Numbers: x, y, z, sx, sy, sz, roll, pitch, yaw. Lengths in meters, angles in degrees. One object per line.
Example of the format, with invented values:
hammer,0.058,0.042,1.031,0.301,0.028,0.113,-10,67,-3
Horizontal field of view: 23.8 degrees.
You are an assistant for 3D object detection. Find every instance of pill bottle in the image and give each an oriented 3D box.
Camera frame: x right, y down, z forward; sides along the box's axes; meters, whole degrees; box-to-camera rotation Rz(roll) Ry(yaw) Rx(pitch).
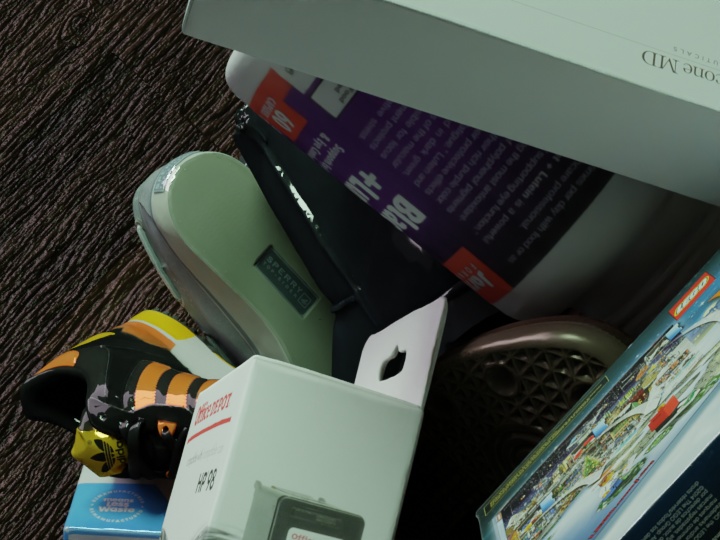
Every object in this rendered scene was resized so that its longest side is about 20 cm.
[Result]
pill bottle,0.057,-0.052,0.644,0.112,0.200,0.111,-51,1,2

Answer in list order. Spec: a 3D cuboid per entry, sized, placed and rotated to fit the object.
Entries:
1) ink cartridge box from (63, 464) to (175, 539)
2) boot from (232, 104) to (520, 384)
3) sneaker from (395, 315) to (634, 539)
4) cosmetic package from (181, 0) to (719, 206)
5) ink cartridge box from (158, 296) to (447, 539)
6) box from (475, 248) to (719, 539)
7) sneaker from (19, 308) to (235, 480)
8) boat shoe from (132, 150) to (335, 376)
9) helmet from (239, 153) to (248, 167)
ink cartridge box,-0.081,0.107,0.889,0.200,0.115,0.068,-88,2,-65
boot,0.000,0.000,0.784,0.076,0.169,0.200,-19,-27,-25
sneaker,0.053,0.054,0.664,0.076,0.070,0.200,-45,3,-38
cosmetic package,0.054,-0.119,0.573,0.052,0.199,0.151,120,165,-55
ink cartridge box,-0.035,0.103,0.623,0.116,0.066,0.201,144,142,-71
box,0.116,0.027,0.484,0.200,0.038,0.137,-48,4,7
sneaker,-0.083,0.080,0.794,0.090,0.070,0.200,-22,29,-32
boat shoe,-0.040,0.025,0.858,0.070,0.201,0.071,-45,18,-24
helmet,0.027,-0.040,0.939,0.200,0.200,0.190,-45,-11,37
